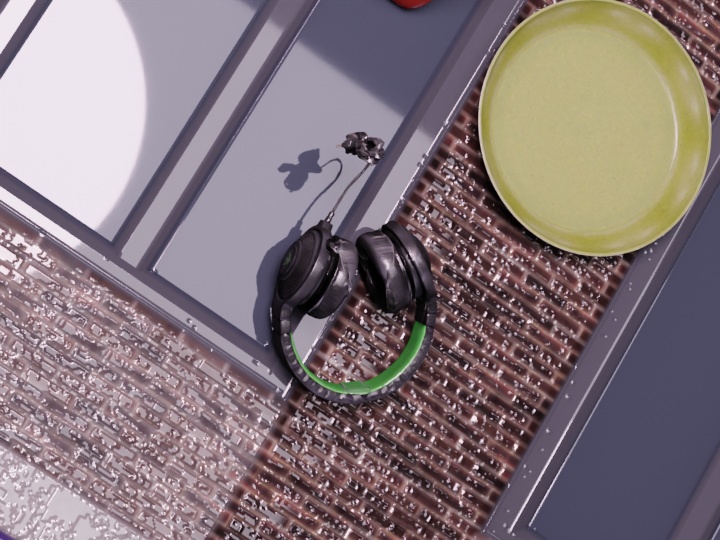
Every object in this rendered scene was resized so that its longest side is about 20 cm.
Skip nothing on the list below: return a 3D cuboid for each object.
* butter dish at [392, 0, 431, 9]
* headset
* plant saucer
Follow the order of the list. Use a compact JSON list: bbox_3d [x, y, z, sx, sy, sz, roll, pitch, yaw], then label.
[{"bbox_3d":[0.035,-0.328,1.452,0.200,0.199,0.148,39,54,-13],"label":"butter dish"},{"bbox_3d":[0.000,0.000,1.452,0.122,0.094,0.202,-3,99,-18],"label":"headset"},{"bbox_3d":[0.180,-0.111,1.549,0.198,0.031,0.202,1,87,-17],"label":"plant saucer"}]
